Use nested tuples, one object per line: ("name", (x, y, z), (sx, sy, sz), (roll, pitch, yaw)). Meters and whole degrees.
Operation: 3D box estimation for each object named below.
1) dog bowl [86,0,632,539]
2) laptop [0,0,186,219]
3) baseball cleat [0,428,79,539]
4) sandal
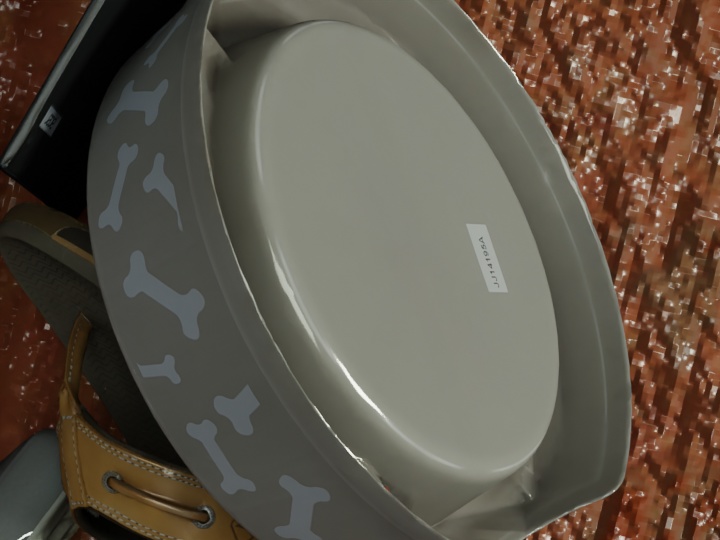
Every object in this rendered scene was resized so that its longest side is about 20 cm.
("dog bowl", (0.000, 0.000, 0.744), (0.059, 0.200, 0.201), (-25, 86, 31))
("laptop", (-0.087, -0.132, 0.752), (0.103, 0.177, 0.201), (-23, 87, -2))
("baseball cleat", (-0.172, 0.110, 0.789), (0.106, 0.070, 0.200), (40, 86, 2))
("sandal", (-0.058, 0.071, 0.766), (0.055, 0.082, 0.200), (-36, 113, -29))
